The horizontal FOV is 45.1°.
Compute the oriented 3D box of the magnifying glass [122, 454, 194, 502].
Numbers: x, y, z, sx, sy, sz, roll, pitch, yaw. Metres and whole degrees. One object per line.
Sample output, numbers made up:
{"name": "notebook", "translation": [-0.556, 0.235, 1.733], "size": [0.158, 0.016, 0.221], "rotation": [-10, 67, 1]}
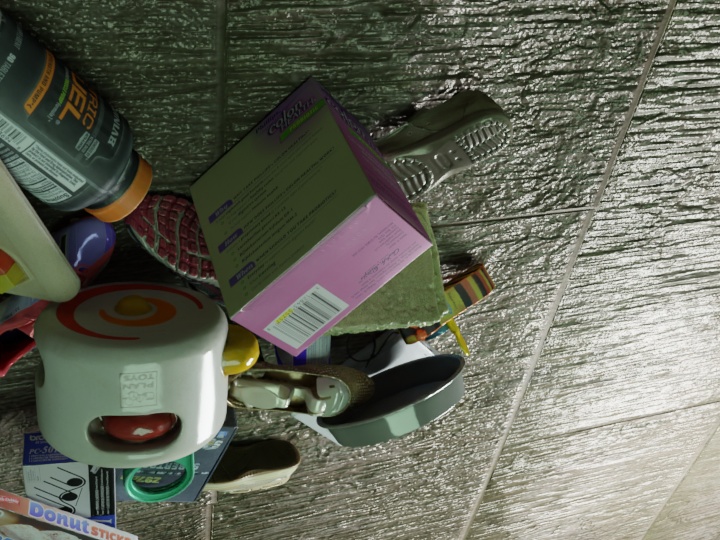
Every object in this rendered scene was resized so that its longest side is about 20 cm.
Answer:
{"name": "magnifying glass", "translation": [-0.206, 0.198, 0.985], "size": [0.079, 0.022, 0.200], "rotation": [16, 122, -33]}

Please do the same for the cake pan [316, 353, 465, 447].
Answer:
{"name": "cake pan", "translation": [0.043, 0.162, 1.081], "size": [0.200, 0.200, 0.037], "rotation": [-23, 97, -3]}

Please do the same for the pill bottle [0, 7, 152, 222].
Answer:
{"name": "pill bottle", "translation": [-0.271, -0.122, 0.748], "size": [0.106, 0.106, 0.200], "rotation": [-35, 137, 10]}

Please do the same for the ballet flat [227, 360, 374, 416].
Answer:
{"name": "ballet flat", "translation": [-0.076, 0.143, 1.002], "size": [0.199, 0.065, 0.071], "rotation": [6, 109, -15]}

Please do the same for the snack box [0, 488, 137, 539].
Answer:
{"name": "snack box", "translation": [-0.347, 0.292, 0.959], "size": [0.072, 0.024, 0.200], "rotation": [-35, 132, 22]}

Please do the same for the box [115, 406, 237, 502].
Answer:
{"name": "box", "translation": [-0.265, 0.209, 1.024], "size": [0.200, 0.051, 0.158], "rotation": [11, 129, -29]}

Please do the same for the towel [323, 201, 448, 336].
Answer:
{"name": "towel", "translation": [0.000, 0.000, 0.981], "size": [0.199, 0.149, 0.036], "rotation": [-7, 172, -20]}

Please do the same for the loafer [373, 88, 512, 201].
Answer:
{"name": "loafer", "translation": [0.065, -0.131, 0.928], "size": [0.200, 0.068, 0.076], "rotation": [-20, 138, 17]}

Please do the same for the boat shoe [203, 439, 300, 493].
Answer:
{"name": "boat shoe", "translation": [-0.182, 0.283, 1.209], "size": [0.200, 0.072, 0.065], "rotation": [-1, 131, -32]}

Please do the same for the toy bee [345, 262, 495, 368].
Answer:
{"name": "toy bee", "translation": [0.088, 0.062, 1.076], "size": [0.131, 0.109, 0.200], "rotation": [38, 87, -6]}

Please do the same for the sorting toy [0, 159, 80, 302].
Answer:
{"name": "sorting toy", "translation": [-0.371, -0.039, 0.766], "size": [0.199, 0.037, 0.185], "rotation": [5, 140, 19]}

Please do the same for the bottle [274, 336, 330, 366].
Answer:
{"name": "bottle", "translation": [-0.071, 0.091, 1.062], "size": [0.065, 0.084, 0.200], "rotation": [-11, 134, -15]}

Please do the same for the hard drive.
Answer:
{"name": "hard drive", "translation": [0.014, 0.161, 1.213], "size": [0.200, 0.026, 0.132], "rotation": [-37, 136, 11]}

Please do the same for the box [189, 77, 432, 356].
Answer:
{"name": "box", "translation": [-0.055, -0.054, 0.844], "size": [0.176, 0.200, 0.097], "rotation": [-40, 136, 14]}

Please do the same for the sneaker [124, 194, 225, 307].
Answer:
{"name": "sneaker", "translation": [-0.172, -0.006, 0.931], "size": [0.075, 0.081, 0.200], "rotation": [-18, 138, 38]}

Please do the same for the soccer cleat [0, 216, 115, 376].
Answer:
{"name": "soccer cleat", "translation": [-0.319, 0.027, 0.890], "size": [0.200, 0.077, 0.067], "rotation": [-40, 135, 15]}

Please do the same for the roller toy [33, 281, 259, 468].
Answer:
{"name": "roller toy", "translation": [-0.219, 0.091, 0.845], "size": [0.182, 0.200, 0.140], "rotation": [-29, 129, -57]}

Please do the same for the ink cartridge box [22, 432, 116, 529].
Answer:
{"name": "ink cartridge box", "translation": [-0.325, 0.256, 0.981], "size": [0.094, 0.044, 0.200], "rotation": [-1, 134, -16]}

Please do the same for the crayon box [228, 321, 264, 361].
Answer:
{"name": "crayon box", "translation": [-0.229, 0.133, 1.046], "size": [0.200, 0.058, 0.119], "rotation": [-35, 136, 12]}
